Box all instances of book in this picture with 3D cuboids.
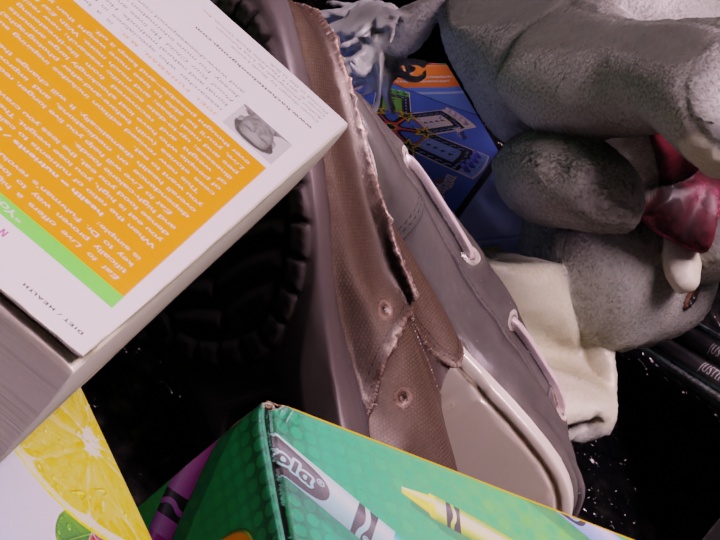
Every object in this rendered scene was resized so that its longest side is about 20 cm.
[{"bbox_3d":[-0.087,-0.043,0.649,0.134,0.048,0.200,43,25,0],"label":"book"}]

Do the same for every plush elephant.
[{"bbox_3d":[0.093,-0.035,0.924,0.155,0.199,0.165,58,38,-30],"label":"plush elephant"}]

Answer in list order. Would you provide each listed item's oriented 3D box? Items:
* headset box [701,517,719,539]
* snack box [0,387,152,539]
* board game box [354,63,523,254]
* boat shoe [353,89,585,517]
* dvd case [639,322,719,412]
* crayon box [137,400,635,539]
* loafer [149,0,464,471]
[{"bbox_3d":[0.184,0.146,0.849,0.200,0.075,0.149,37,7,-45],"label":"headset box"},{"bbox_3d":[-0.120,0.064,0.584,0.168,0.068,0.201,6,49,-51],"label":"snack box"},{"bbox_3d":[-0.009,-0.022,0.930,0.200,0.019,0.103,-6,62,-53],"label":"board game box"},{"bbox_3d":[0.000,0.000,0.848,0.200,0.067,0.057,56,17,-10],"label":"boat shoe"},{"bbox_3d":[0.183,0.078,0.950,0.146,0.022,0.200,37,1,-27],"label":"dvd case"},{"bbox_3d":[0.018,0.114,0.721,0.199,0.119,0.058,24,39,-36],"label":"crayon box"},{"bbox_3d":[-0.014,0.016,0.795,0.071,0.073,0.201,-14,95,-51],"label":"loafer"}]
